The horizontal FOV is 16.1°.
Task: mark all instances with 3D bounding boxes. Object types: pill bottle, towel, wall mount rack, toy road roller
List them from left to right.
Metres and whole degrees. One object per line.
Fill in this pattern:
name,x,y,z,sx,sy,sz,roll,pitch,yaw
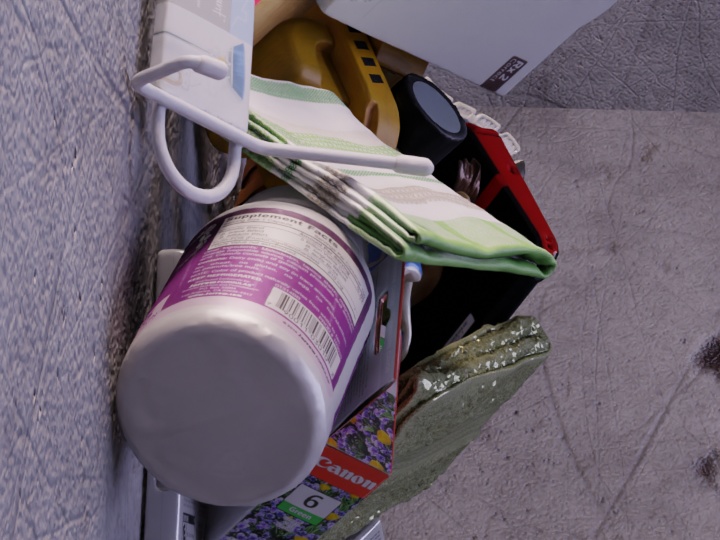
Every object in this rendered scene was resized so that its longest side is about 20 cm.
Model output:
pill bottle,-0.053,0.031,1.349,0.200,0.112,0.112,-67,159,-63
wall mount rack,-0.042,-0.126,1.357,0.174,0.075,0.200,24,60,-43
toy road roller,-0.036,-0.125,1.639,0.146,0.123,0.200,22,36,-46
towel,0.004,-0.058,1.443,0.149,0.200,0.031,4,116,-52
towel,0.038,0.099,1.563,0.148,0.036,0.200,-52,166,25

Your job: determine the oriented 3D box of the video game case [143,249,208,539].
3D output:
video game case,-0.101,0.091,1.496,0.200,0.023,0.182,64,28,-81

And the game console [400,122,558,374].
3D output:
game console,0.047,0.012,1.706,0.200,0.031,0.177,-53,-144,21

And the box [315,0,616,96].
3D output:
box,0.079,-0.241,1.606,0.200,0.199,0.131,19,36,-49

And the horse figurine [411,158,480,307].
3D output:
horse figurine,0.000,0.000,1.630,0.050,0.200,0.133,54,-25,24

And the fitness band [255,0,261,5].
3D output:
fitness band,-0.033,-0.114,1.815,0.200,0.037,0.144,69,11,25

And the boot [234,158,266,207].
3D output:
boot,-0.060,-0.038,1.763,0.200,0.074,0.155,111,-17,-68

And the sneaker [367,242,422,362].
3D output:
sneaker,-0.018,0.049,1.542,0.077,0.076,0.200,46,-49,41

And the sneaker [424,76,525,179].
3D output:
sneaker,0.018,-0.108,1.801,0.087,0.200,0.075,-33,-163,51

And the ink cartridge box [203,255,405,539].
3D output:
ink cartridge box,-0.016,0.084,1.457,0.200,0.050,0.109,-44,-152,39

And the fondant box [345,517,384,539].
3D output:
fondant box,-0.036,0.265,1.621,0.144,0.058,0.200,-40,133,-37
